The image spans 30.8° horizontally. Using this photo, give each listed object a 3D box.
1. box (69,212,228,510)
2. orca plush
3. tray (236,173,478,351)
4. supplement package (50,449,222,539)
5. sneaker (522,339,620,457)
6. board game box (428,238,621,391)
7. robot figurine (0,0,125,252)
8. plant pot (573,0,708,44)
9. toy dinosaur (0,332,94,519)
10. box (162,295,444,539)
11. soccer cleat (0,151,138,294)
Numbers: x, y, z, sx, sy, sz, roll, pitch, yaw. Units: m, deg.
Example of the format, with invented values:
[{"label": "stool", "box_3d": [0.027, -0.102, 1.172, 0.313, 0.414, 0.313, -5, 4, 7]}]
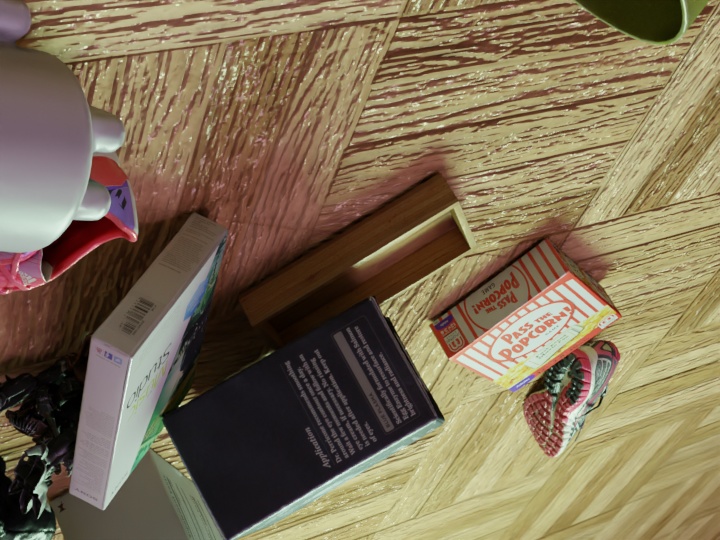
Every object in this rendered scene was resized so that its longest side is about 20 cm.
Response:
[{"label": "box", "box_3d": [-0.160, 0.071, 0.985, 0.145, 0.036, 0.201, -57, 172, -42]}, {"label": "orca plush", "box_3d": [-0.313, 0.183, 1.043, 0.071, 0.106, 0.200, -5, 141, 40]}, {"label": "tray", "box_3d": [0.000, 0.000, 1.123, 0.199, 0.037, 0.099, -32, 153, 1]}, {"label": "supplement package", "box_3d": [-0.205, 0.273, 1.301, 0.113, 0.110, 0.200, -30, 153, -1]}, {"label": "sneaker", "box_3d": [0.263, 0.162, 1.615, 0.074, 0.081, 0.201, -18, 150, -27]}, {"label": "board game box", "box_3d": [0.177, 0.052, 1.378, 0.151, 0.046, 0.200, -37, 152, 13]}, {"label": "robot figurine", "box_3d": [-0.223, -0.068, 0.693, 0.199, 0.112, 0.171, 4, 101, -48]}, {"label": "plant pot", "box_3d": [0.177, -0.264, 0.722, 0.200, 0.187, 0.187, -46, 153, -2]}, {"label": "toy dinosaur", "box_3d": [-0.238, 0.104, 1.027, 0.136, 0.102, 0.201, -37, 147, -41]}, {"label": "box", "box_3d": [-0.040, 0.129, 1.121, 0.199, 0.118, 0.197, -30, 171, 1]}, {"label": "soccer cleat", "box_3d": [-0.235, -0.012, 0.822, 0.199, 0.073, 0.068, -27, 154, -4]}]
